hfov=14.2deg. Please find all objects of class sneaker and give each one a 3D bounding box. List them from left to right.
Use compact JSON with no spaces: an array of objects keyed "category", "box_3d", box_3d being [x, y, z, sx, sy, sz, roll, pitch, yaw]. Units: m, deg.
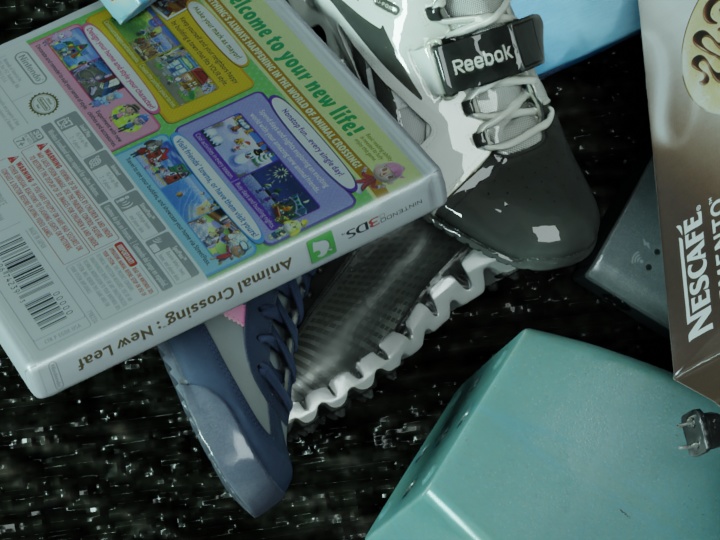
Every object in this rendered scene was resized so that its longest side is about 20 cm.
[{"category":"sneaker","box_3d":[-0.046,0.005,1.185,0.082,0.070,0.200,-21,56,4]},{"category":"sneaker","box_3d":[0.000,0.000,1.249,0.200,0.066,0.091,-37,91,-17]},{"category":"sneaker","box_3d":[0.038,-0.091,1.213,0.074,0.089,0.200,-26,71,-34]}]

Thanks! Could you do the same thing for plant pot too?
[{"category":"plant pot","box_3d":[0.114,0.126,1.216,0.200,0.141,0.141,35,65,-3]}]

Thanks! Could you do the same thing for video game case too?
[{"category":"video game case","box_3d":[-0.089,-0.047,1.183,0.182,0.200,0.022,-26,132,-14]}]

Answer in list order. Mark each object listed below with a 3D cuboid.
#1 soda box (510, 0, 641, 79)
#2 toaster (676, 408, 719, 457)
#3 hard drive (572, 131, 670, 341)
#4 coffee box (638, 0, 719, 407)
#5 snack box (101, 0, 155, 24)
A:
[{"category":"soda box","box_3d":[0.139,-0.149,1.294,0.199,0.064,0.068,-25,91,-15]},{"category":"toaster","box_3d":[0.223,0.116,1.113,0.199,0.114,0.130,3,71,-17]},{"category":"hard drive","box_3d":[0.214,-0.004,1.312,0.200,0.033,0.140,31,78,-9]},{"category":"coffee box","box_3d":[0.185,-0.046,1.178,0.080,0.113,0.201,28,47,-36]},{"category":"snack box","box_3d":[-0.060,-0.209,1.252,0.200,0.037,0.116,-38,94,-23]}]
